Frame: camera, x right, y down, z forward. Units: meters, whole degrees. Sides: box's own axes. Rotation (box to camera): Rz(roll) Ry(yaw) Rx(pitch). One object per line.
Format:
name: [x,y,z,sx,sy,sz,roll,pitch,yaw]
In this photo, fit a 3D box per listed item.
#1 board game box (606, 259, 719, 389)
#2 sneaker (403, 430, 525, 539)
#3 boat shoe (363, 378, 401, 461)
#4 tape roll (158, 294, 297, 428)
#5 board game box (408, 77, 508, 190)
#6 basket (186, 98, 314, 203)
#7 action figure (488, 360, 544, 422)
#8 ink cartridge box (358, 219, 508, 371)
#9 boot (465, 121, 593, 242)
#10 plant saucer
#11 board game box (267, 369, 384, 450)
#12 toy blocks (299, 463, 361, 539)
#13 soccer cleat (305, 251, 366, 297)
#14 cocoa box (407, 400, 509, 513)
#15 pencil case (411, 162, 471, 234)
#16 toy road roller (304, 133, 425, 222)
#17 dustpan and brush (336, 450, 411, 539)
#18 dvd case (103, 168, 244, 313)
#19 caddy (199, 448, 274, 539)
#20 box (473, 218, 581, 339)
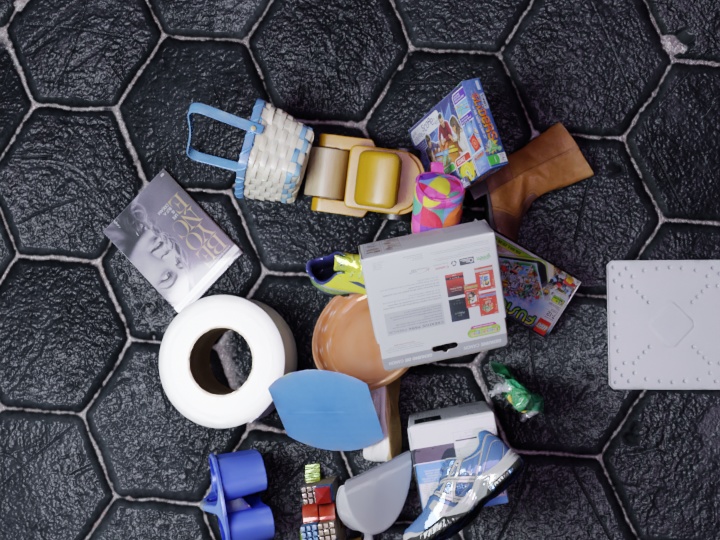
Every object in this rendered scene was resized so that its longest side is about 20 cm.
board game box: [0.492,0.086,1.499,0.196,0.026,0.204,0,86,5]
sneaker: [0.133,0.305,1.299,0.199,0.076,0.077,-42,65,2]
boat shoe: [0.024,0.203,1.506,0.068,0.071,0.204,-6,74,23]
tape roll: [-0.206,0.142,1.495,0.199,0.139,0.207,0,85,5]
board game box: [0.147,-0.194,1.461,0.034,0.200,0.138,-16,84,-23]
basket: [-0.181,-0.193,1.505,0.196,0.176,0.142,13,72,-8]
action figure: [0.237,0.190,1.425,0.118,0.200,0.055,40,90,7]
ink cartridge box: [0.108,0.037,1.394,0.196,0.084,0.179,-11,106,-1]
boot: [0.285,-0.115,1.523,0.198,0.069,0.190,-26,77,-5]
plant saucer: [0.018,0.103,1.488,0.197,0.038,0.203,-14,53,19]
board game box: [-0.049,0.200,1.431,0.155,0.202,0.039,-3,44,15]
toy blocks: [-0.056,0.410,1.466,0.098,0.137,0.204,-9,85,4]
soccer cleat: [0.000,0.001,1.477,0.198,0.084,0.066,-8,56,35]
cocoa box: [0.144,0.281,1.426,0.131,0.200,0.134,-10,86,3]
pencil case: [0.115,-0.061,1.465,0.087,0.089,0.202,10,129,5]
toy road roller: [0.006,-0.147,1.488,0.196,0.146,0.125,8,93,6]
dustpan and brush: [0.019,0.384,1.472,0.138,0.057,0.204,-17,112,-34]
dvd case: [-0.314,-0.047,1.578,0.149,0.016,0.200,-45,84,0]
caddy: [-0.198,0.353,1.458,0.103,0.200,0.144,-10,86,-13]
box: [0.236,0.015,1.471,0.198,0.035,0.111,27,101,-18]
